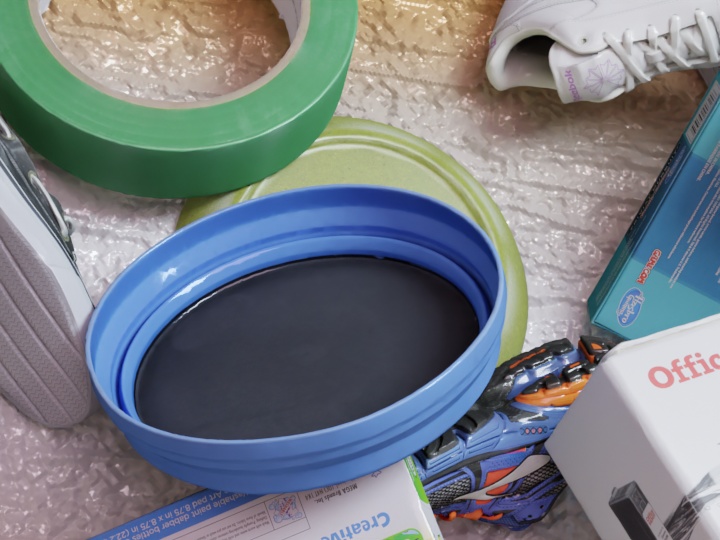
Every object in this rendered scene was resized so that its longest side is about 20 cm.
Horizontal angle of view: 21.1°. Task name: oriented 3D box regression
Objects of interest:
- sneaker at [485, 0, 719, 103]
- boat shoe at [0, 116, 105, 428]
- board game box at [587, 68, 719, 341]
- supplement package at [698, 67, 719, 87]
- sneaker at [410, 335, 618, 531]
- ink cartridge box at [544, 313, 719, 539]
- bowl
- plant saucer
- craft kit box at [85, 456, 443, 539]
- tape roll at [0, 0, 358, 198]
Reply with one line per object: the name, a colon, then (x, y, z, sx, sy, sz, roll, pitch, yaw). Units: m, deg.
sneaker: (0.161, -0.125, 1.070, 0.200, 0.075, 0.100, 3, 48, 34)
boat shoe: (-0.173, -0.020, 0.965, 0.200, 0.072, 0.071, 63, 28, -3)
board game box: (0.246, 0.004, 1.045, 0.200, 0.047, 0.151, 27, 106, -4)
supplement package: (0.313, -0.147, 1.146, 0.200, 0.111, 0.156, -19, 74, -24)
sneaker: (0.060, 0.102, 0.977, 0.200, 0.075, 0.079, -20, 107, -19)
ink cartridge box: (0.203, 0.122, 0.922, 0.144, 0.084, 0.200, -15, 62, -31)
bowl: (-0.029, 0.030, 0.912, 0.200, 0.039, 0.201, -9, 34, 6)
plant saucer: (0.000, 0.000, 1.032, 0.200, 0.031, 0.200, 7, 65, -14)
craft kit box: (-0.039, 0.194, 0.879, 0.200, 0.049, 0.198, -22, 70, 4)
tape roll: (-0.103, -0.134, 1.036, 0.200, 0.048, 0.201, 4, 59, -7)
